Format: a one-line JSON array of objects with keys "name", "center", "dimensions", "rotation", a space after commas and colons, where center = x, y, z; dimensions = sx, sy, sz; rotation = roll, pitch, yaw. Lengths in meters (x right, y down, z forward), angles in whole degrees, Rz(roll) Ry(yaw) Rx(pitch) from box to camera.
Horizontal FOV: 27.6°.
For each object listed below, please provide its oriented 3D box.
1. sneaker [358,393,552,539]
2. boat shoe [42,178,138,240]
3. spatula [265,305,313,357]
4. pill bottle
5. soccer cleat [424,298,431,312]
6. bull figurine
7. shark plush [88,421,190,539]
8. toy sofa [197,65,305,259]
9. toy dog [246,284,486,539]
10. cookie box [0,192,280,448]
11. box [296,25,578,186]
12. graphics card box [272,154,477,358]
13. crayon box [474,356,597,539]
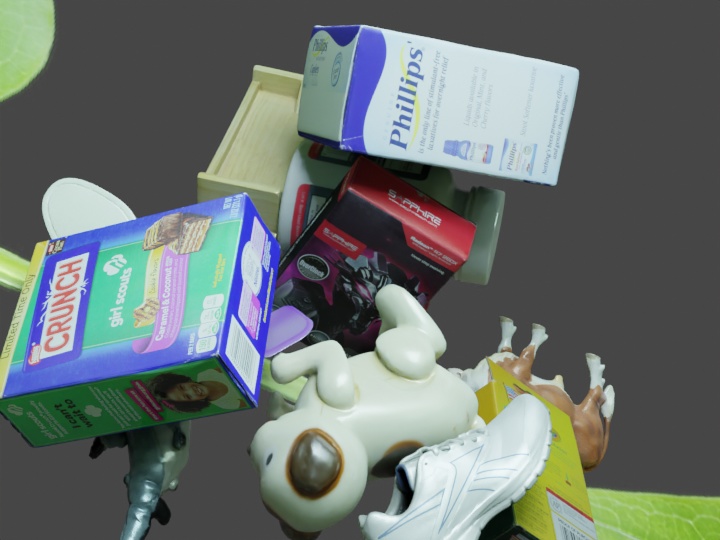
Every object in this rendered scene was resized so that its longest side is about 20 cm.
[{"name": "sneaker", "center": [0.080, 0.166, 1.174], "dimensions": [0.087, 0.074, 0.200], "rotation": [47, 63, -7]}, {"name": "boat shoe", "center": [-0.199, -0.005, 1.297], "dimensions": [0.200, 0.073, 0.062], "rotation": [38, -2, 7]}, {"name": "spatula", "center": [-0.106, 0.015, 1.307], "dimensions": [0.056, 0.021, 0.200], "rotation": [-28, 45, -16]}, {"name": "pill bottle", "center": [0.030, -0.048, 1.380], "dimensions": [0.198, 0.120, 0.120], "rotation": [12, 43, 8]}, {"name": "soccer cleat", "center": [0.038, -0.029, 1.477], "dimensions": [0.066, 0.077, 0.202], "rotation": [-7, 69, 1]}, {"name": "bull figurine", "center": [0.163, 0.120, 1.422], "dimensions": [0.199, 0.065, 0.122], "rotation": [29, 75, -23]}, {"name": "shark plush", "center": [-0.181, 0.142, 1.191], "dimensions": [0.082, 0.091, 0.202], "rotation": [2, 67, -5]}, {"name": "toy sofa", "center": [-0.095, -0.104, 1.439], "dimensions": [0.082, 0.098, 0.201], "rotation": [12, 43, 6]}, {"name": "toy dog", "center": [-0.007, 0.144, 1.246], "dimensions": [0.199, 0.140, 0.194], "rotation": [-32, 72, -35]}, {"name": "cookie box", "center": [-0.175, 0.040, 1.158], "dimensions": [0.172, 0.198, 0.075], "rotation": [-85, 155, -43]}, {"name": "box", "center": [0.061, -0.147, 1.286], "dimensions": [0.198, 0.106, 0.184], "rotation": [9, 6, -15]}, {"name": "graphics card box", "center": [0.000, 0.000, 1.316], "dimensions": [0.125, 0.200, 0.051], "rotation": [30, 45, -12]}, {"name": "crayon box", "center": [0.148, 0.186, 1.303], "dimensions": [0.127, 0.051, 0.201], "rotation": [37, 30, -29]}]
